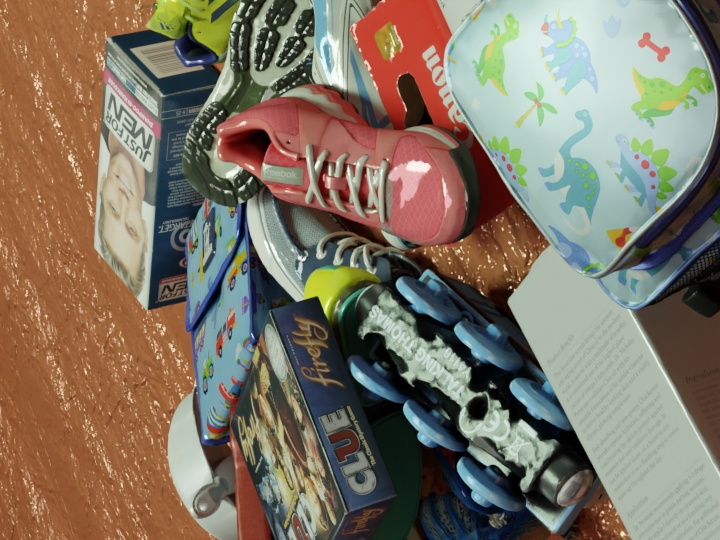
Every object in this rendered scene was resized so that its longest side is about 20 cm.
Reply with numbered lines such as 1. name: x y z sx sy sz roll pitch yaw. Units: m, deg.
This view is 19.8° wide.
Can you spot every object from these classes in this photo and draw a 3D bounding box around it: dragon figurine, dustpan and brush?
1. dragon figurine: 0.072 0.140 1.295 0.200 0.099 0.059 47 139 41
2. dustpan and brush: -0.106 0.160 1.549 0.057 0.200 0.140 -31 92 21

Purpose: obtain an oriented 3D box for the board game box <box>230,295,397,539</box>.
1. board game box: -0.034 0.118 1.315 0.200 0.034 0.136 112 138 -63

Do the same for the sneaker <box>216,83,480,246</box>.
1. sneaker: -0.012 -0.055 1.234 0.200 0.087 0.074 25 119 46

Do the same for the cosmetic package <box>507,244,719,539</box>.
1. cosmetic package: 0.169 0.068 1.128 0.200 0.071 0.101 63 148 20

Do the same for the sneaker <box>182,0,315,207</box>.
1. sneaker: -0.055 -0.142 1.417 0.077 0.089 0.200 33 114 2

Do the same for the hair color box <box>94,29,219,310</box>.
1. hair color box: -0.160 -0.080 1.637 0.100 0.060 0.201 45 139 42

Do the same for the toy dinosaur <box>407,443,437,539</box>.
1. toy dinosaur: 0.022 0.155 1.452 0.200 0.060 0.106 55 157 11

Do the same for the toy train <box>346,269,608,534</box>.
1. toy train: 0.079 0.075 1.241 0.200 0.114 0.087 42 106 35

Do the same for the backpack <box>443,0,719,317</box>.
1. backpack: 0.154 -0.097 0.986 0.200 0.147 0.183 -45 70 35

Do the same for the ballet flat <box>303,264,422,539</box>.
1. ballet flat: -0.003 0.086 1.351 0.067 0.067 0.201 24 130 50

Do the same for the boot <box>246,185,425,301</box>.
1. boot: 0.000 0.000 1.401 0.200 0.073 0.090 56 139 16

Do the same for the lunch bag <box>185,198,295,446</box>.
1. lunch bag: -0.078 0.004 1.529 0.151 0.094 0.201 117 143 -51

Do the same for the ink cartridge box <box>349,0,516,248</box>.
1. ink cartridge box: 0.070 -0.124 1.189 0.200 0.050 0.161 -34 72 39

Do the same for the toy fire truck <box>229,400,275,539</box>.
1. toy fire truck: -0.047 0.197 1.491 0.200 0.112 0.169 53 -149 -61

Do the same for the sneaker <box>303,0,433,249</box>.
1. sneaker: 0.006 -0.107 1.319 0.072 0.072 0.201 -19 78 31

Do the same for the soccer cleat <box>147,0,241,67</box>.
1. soccer cleat: -0.110 -0.191 1.410 0.065 0.084 0.200 59 176 17
